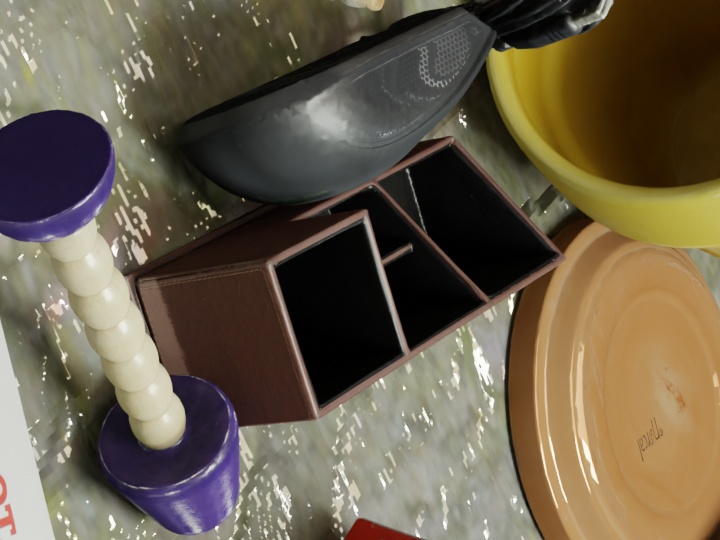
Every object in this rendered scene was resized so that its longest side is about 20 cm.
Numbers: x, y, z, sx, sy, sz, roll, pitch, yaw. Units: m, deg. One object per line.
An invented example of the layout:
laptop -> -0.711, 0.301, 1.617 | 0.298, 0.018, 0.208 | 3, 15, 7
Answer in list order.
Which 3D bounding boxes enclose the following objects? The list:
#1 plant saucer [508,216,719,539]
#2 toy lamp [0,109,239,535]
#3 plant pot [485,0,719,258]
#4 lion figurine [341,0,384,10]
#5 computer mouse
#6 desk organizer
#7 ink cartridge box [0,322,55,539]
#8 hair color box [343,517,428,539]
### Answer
plant saucer -> 0.146, 0.070, 1.121 | 0.199, 0.032, 0.202 | 12, 75, -49
toy lamp -> -0.084, 0.028, 0.784 | 0.201, 0.058, 0.059 | 75, 32, -48
plant pot -> 0.184, -0.093, 1.088 | 0.189, 0.199, 0.203 | 40, 53, -59
lion figurine -> 0.003, -0.184, 0.918 | 0.073, 0.122, 0.201 | 56, 45, -27
computer mouse -> 0.011, -0.071, 0.916 | 0.199, 0.138, 0.053 | -29, 102, -39
desk organizer -> 0.000, 0.000, 0.917 | 0.200, 0.077, 0.072 | -30, 106, -49
ink cartridge box -> -0.202, 0.051, 0.654 | 0.199, 0.085, 0.148 | -19, 96, -49
hair color box -> 0.076, 0.192, 0.932 | 0.200, 0.110, 0.064 | 46, 68, -32
